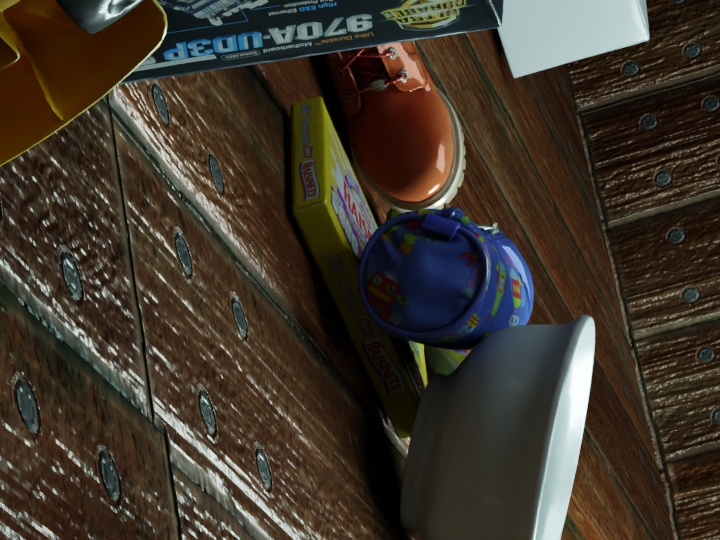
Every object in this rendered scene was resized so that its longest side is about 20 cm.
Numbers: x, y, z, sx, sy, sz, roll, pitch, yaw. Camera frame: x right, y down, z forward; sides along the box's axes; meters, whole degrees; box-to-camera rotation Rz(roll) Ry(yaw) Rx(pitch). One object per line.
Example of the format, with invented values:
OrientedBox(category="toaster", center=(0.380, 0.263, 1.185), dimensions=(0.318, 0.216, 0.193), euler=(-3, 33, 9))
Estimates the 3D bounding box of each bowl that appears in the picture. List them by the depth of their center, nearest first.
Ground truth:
OrientedBox(category="bowl", center=(0.078, 0.117, 1.552), dimensions=(0.201, 0.090, 0.202), euler=(12, 90, -79))

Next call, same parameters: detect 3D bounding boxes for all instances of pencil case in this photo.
OrientedBox(category="pencil case", center=(0.056, 0.006, 1.571), dimensions=(0.200, 0.078, 0.087), euler=(15, 90, -77))

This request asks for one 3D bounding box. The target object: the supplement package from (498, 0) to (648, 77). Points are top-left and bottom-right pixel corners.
OrientedBox(category="supplement package", center=(0.215, -0.321, 2.749), dimensions=(0.200, 0.150, 0.152), euler=(-76, 149, -69))

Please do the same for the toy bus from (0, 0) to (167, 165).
OrientedBox(category="toy bus", center=(-0.164, -0.138, 0.715), dimensions=(0.192, 0.135, 0.200), euler=(65, 8, 30))

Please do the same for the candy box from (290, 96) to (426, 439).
OrientedBox(category="candy box", center=(0.000, 0.000, 1.579), dimensions=(0.102, 0.026, 0.200), euler=(-97, 166, -49))

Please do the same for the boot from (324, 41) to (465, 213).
OrientedBox(category="boot", center=(0.006, -0.132, 1.696), dimensions=(0.201, 0.075, 0.107), euler=(70, 11, 23))

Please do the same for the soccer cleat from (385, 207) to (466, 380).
OrientedBox(category="soccer cleat", center=(0.071, 0.032, 1.733), dimensions=(0.065, 0.083, 0.201), euler=(23, 52, -76))

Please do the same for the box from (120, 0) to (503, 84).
OrientedBox(category="box", center=(-0.056, -0.144, 1.035), dimensions=(0.159, 0.199, 0.046), euler=(57, 30, -56))
